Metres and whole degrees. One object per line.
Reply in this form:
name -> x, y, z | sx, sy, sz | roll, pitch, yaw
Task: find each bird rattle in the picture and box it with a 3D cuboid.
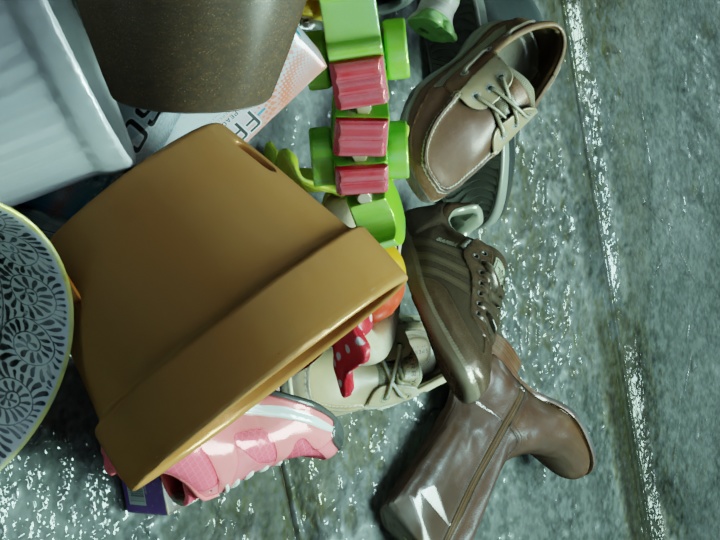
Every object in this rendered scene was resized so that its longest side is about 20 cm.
bird rattle -> 0.000, 0.000, 1.546 | 0.163, 0.112, 0.201 | 51, 31, -59

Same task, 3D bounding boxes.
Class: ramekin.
ramekin -> -0.208, -0.129, 1.220 | 0.200, 0.097, 0.201 | 156, -90, -89

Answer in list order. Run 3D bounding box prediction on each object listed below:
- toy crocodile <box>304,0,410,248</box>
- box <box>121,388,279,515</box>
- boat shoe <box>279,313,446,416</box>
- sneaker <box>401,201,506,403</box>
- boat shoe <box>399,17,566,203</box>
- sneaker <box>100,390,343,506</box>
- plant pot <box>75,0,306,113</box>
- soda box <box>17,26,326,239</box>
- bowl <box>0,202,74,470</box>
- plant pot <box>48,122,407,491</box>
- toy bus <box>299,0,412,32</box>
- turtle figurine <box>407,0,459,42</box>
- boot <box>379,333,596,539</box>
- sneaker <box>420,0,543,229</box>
toy crocodile -> -0.001, -0.100, 1.411 | 0.062, 0.067, 0.201 | -95, -178, -51
box -> -0.116, 0.045, 1.475 | 0.137, 0.039, 0.201 | -27, 112, -52
boat shoe -> 0.015, 0.068, 1.640 | 0.200, 0.065, 0.073 | -10, 99, -54
sneaker -> 0.075, 0.012, 1.629 | 0.200, 0.075, 0.071 | -110, 178, -49
boat shoe -> 0.091, -0.127, 1.632 | 0.076, 0.072, 0.200 | 53, 47, -24
sneaker -> -0.095, 0.110, 1.430 | 0.200, 0.074, 0.087 | 18, 87, -46
plant pot -> -0.093, -0.195, 1.233 | 0.187, 0.186, 0.201 | -23, 118, -53
soda box -> -0.120, -0.090, 1.355 | 0.200, 0.064, 0.068 | -44, 136, 4
bowl -> -0.264, 0.031, 1.193 | 0.200, 0.094, 0.202 | -20, 126, -30
plant pot -> -0.093, 0.012, 1.269 | 0.140, 0.200, 0.200 | 52, 40, 3
toy bus -> -0.074, -0.227, 1.398 | 0.192, 0.199, 0.136 | 9, 69, -49
turtle figurine -> 0.093, -0.275, 1.651 | 0.194, 0.199, 0.144 | -58, 148, -11
boot -> 0.102, 0.175, 1.765 | 0.186, 0.064, 0.201 | 46, 50, -28
sneaker -> 0.110, -0.137, 1.763 | 0.106, 0.075, 0.201 | -10, 97, -51
